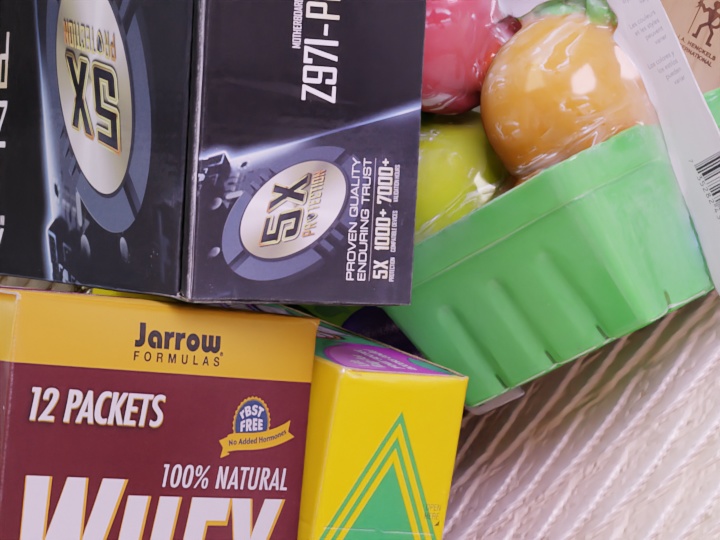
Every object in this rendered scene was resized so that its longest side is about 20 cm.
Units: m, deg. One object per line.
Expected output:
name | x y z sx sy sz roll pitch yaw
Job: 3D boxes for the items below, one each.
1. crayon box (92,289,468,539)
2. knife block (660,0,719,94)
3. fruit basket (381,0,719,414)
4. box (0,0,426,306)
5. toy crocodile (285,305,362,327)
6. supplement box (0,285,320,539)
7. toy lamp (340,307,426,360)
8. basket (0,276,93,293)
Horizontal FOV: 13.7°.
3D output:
crayon box | -0.046 0.101 1.086 0.200 0.058 0.173 19 100 59
knife block | 0.126 -0.141 1.097 0.176 0.064 0.200 -65 22 -10
fruit basket | 0.049 -0.065 1.027 0.185 0.094 0.200 -31 79 51
box | -0.064 -0.075 1.032 0.200 0.086 0.164 7 95 60
toy crocodile | 0.000 0.000 1.217 0.200 0.062 0.068 -23 44 50
supplement box | -0.135 0.105 1.009 0.197 0.133 0.201 4 88 45
toy lamp | -0.024 0.058 1.174 0.200 0.058 0.058 -26 40 42
basket | -0.116 -0.027 1.250 0.200 0.123 0.136 -49 24 37
